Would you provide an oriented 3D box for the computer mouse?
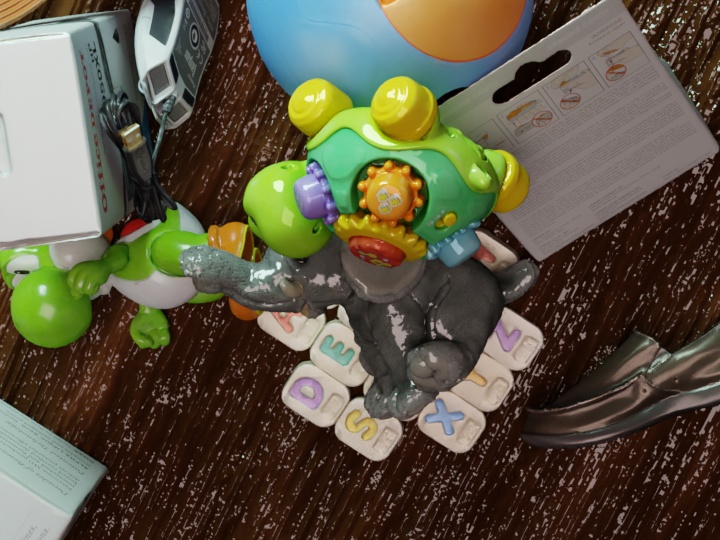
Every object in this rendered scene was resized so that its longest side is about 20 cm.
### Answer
[{"bbox_3d":[-0.145,-0.141,1.496,0.044,0.200,0.110,-1,143,18],"label":"computer mouse"}]

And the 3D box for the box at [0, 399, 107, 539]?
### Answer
[{"bbox_3d":[-0.336,0.194,1.594,0.200,0.131,0.199,33,103,-1],"label":"box"}]

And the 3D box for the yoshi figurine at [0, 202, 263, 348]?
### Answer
[{"bbox_3d":[-0.178,0.017,1.557,0.200,0.112,0.112,-1,108,9],"label":"yoshi figurine"}]

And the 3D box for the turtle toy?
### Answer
[{"bbox_3d":[0.007,-0.054,1.382,0.200,0.146,0.101,3,68,43],"label":"turtle toy"}]

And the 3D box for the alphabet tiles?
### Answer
[{"bbox_3d":[0.030,0.045,1.587,0.196,0.015,0.200,34,103,-1],"label":"alphabet tiles"}]

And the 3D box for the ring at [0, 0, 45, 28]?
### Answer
[{"bbox_3d":[-0.281,-0.262,1.503,0.200,0.019,0.201,-6,69,15],"label":"ring"}]

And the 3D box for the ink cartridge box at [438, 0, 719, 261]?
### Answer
[{"bbox_3d":[0.145,-0.107,1.470,0.162,0.050,0.200,-32,136,11],"label":"ink cartridge box"}]

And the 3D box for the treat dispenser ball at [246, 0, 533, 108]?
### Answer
[{"bbox_3d":[0.021,-0.194,1.445,0.201,0.201,0.201,1,101,6],"label":"treat dispenser ball"}]

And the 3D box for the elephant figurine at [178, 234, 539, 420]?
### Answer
[{"bbox_3d":[0.000,0.000,1.501,0.141,0.155,0.200,-34,104,35],"label":"elephant figurine"}]

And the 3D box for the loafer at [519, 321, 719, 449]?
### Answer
[{"bbox_3d":[0.211,0.080,1.554,0.200,0.073,0.071,-19,88,4],"label":"loafer"}]

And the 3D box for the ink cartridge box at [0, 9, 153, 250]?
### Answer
[{"bbox_3d":[-0.212,-0.105,1.486,0.084,0.200,0.145,-7,101,8],"label":"ink cartridge box"}]
